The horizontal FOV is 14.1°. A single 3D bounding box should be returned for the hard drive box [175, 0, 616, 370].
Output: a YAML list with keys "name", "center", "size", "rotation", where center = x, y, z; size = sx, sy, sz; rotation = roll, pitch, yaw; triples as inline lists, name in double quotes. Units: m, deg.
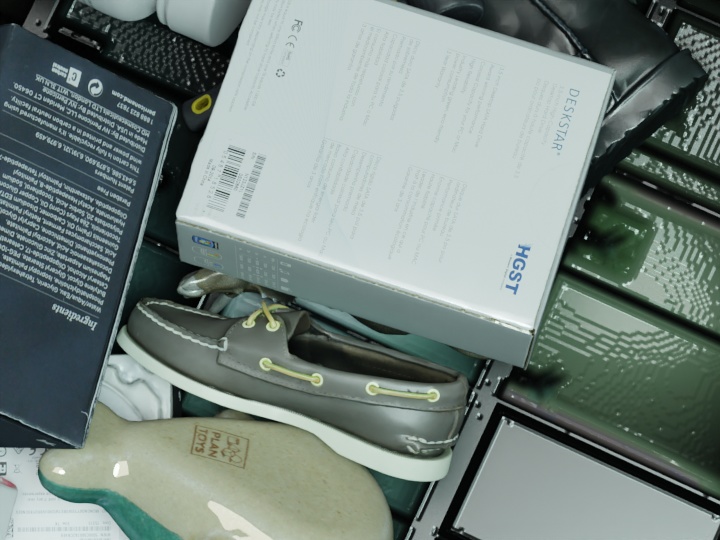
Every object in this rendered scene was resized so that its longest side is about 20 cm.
- name: "hard drive box"
  center: [0.019, -0.055, 1.555]
  size: [0.199, 0.077, 0.157]
  rotation: [18, 73, 4]

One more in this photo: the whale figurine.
- name: "whale figurine"
  center: [-0.084, 0.138, 1.586]
  size: [0.199, 0.159, 0.104]
  rotation: [19, 121, -9]

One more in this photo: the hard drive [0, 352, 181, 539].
- name: "hard drive"
  center: [-0.170, 0.148, 1.644]
  size: [0.139, 0.038, 0.201]
  rotation: [-1, 81, 5]

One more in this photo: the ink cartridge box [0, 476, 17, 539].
- name: "ink cartridge box"
  center: [-0.307, 0.160, 1.609]
  size: [0.199, 0.085, 0.147]
  rotation: [13, 83, 19]

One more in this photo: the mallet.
- name: "mallet"
  center: [-0.022, -0.140, 1.652]
  size: [0.199, 0.041, 0.066]
  rotation: [-21, 70, 27]

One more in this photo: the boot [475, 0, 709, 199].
- name: "boot"
  center: [0.081, -0.114, 1.650]
  size: [0.198, 0.073, 0.163]
  rotation: [-40, 78, -3]

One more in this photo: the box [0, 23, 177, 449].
- name: "box"
  center: [-0.224, -0.014, 1.576]
  size: [0.199, 0.124, 0.198]
  rotation: [-4, 68, 48]

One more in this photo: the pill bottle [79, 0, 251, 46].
- name: "pill bottle"
  center: [-0.151, -0.212, 1.667]
  size: [0.199, 0.113, 0.114]
  rotation: [27, 83, 9]

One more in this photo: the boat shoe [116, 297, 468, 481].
- name: "boat shoe"
  center: [-0.036, 0.051, 1.604]
  size: [0.200, 0.072, 0.061]
  rotation: [21, 108, 11]

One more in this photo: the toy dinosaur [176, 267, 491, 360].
- name: "toy dinosaur"
  center: [0.000, 0.000, 1.632]
  size: [0.199, 0.102, 0.077]
  rotation: [14, 73, 0]
